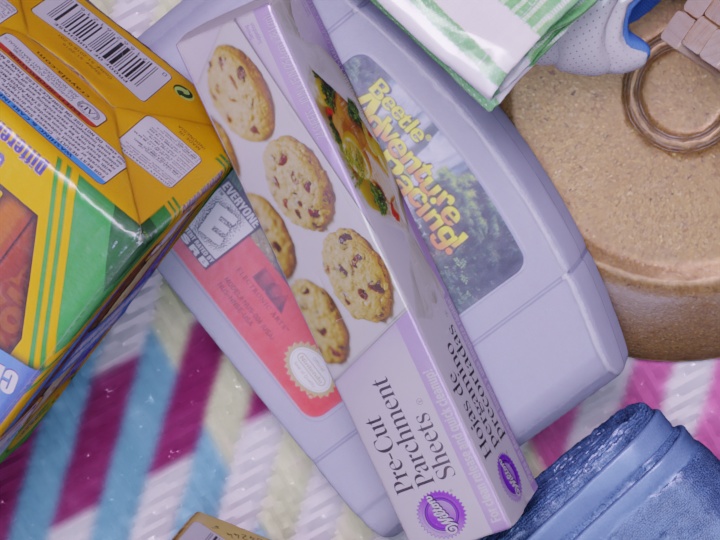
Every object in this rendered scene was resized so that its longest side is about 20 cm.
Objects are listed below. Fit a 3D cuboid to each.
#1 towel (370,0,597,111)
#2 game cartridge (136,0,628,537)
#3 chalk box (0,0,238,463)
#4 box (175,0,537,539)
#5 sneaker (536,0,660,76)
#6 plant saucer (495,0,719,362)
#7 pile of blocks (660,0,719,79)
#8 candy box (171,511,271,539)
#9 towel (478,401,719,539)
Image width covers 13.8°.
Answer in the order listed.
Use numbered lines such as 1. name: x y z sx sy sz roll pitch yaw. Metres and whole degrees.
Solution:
1. towel: 0.056 -0.171 0.966 0.152 0.023 0.200 42 80 5
2. game cartridge: -0.003 -0.017 1.056 0.133 0.041 0.200 -38 94 20
3. chalk box: -0.153 0.004 1.021 0.125 0.124 0.200 39 113 1
4. box: 0.000 0.000 1.020 0.041 0.039 0.201 -20 100 23
5. sneaker: 0.085 -0.162 1.019 0.146 0.081 0.201 30 74 -2
6. plant saucer: 0.115 -0.064 1.065 0.199 0.035 0.201 0 97 1
7. pile of blocks: 0.176 -0.033 1.010 0.082 0.062 0.200 -35 126 -8
8. candy box: 0.009 0.179 1.058 0.199 0.056 0.117 20 111 8
9. towel: 0.130 0.152 1.082 0.112 0.049 0.200 -41 92 7
